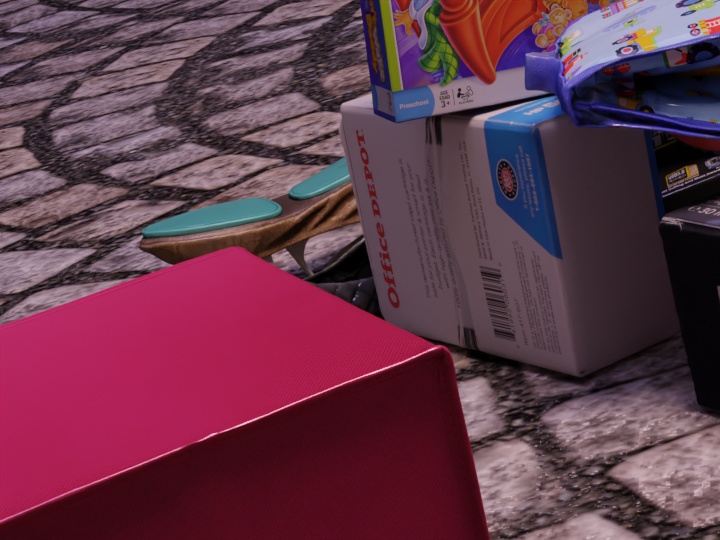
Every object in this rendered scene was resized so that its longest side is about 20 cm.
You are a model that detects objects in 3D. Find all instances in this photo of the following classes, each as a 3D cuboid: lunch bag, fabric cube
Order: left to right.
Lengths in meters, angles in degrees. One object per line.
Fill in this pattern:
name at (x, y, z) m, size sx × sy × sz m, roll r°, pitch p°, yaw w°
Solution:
fabric cube at (-0.071, 0.127, 0.893) m, size 0.195 × 0.202 × 0.199 m, roll -20°, pitch 19°, yaw -21°
lunch bag at (0.183, -0.114, 1.238) m, size 0.198 × 0.095 × 0.151 m, roll -4°, pitch 17°, yaw 4°

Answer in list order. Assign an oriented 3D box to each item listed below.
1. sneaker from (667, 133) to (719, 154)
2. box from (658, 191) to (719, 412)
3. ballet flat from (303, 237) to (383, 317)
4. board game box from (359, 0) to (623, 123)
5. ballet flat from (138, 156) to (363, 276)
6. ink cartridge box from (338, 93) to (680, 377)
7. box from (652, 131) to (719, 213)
sneaker at (0.165, -0.143, 1.502) m, size 0.199 × 0.094 × 0.070 m, roll 21°, pitch 55°, yaw 37°
box at (0.277, -0.002, 1.192) m, size 0.199 × 0.108 × 0.148 m, roll -21°, pitch 17°, yaw -26°
ballet flat at (0.000, 0.000, 1.516) m, size 0.066 × 0.057 × 0.200 m, roll -2°, pitch 20°, yaw 33°
board game box at (0.097, -0.168, 1.331) m, size 0.198 × 0.136 × 0.045 m, roll -12°, pitch 13°, yaw -14°
ballet flat at (-0.048, -0.024, 1.610) m, size 0.199 × 0.073 × 0.068 m, roll -21°, pitch 18°, yaw -19°
ink cartridge box at (0.084, -0.033, 1.389) m, size 0.084 × 0.147 × 0.199 m, roll -21°, pitch 18°, yaw -28°
box at (0.255, -0.085, 1.536) m, size 0.199 × 0.048 × 0.193 m, roll -21°, pitch 20°, yaw 12°
